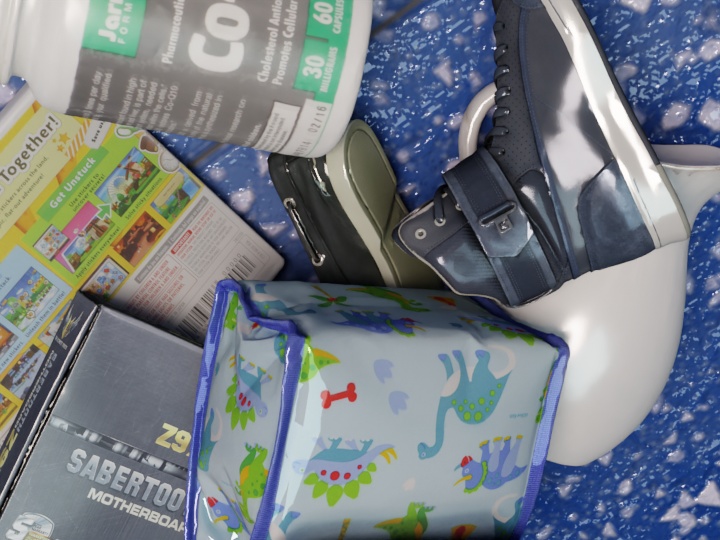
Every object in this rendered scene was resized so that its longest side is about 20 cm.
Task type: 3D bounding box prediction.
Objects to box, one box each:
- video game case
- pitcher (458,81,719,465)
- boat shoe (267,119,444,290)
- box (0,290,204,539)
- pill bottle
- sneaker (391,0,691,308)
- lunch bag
[{"bbox_3d":[-0.166,0.014,0.780,0.182,0.023,0.200,44,79,-27],"label":"video game case"},{"bbox_3d":[0.116,-0.001,0.829,0.171,0.121,0.200,22,102,1],"label":"pitcher"},{"bbox_3d":[-0.001,0.001,0.827,0.066,0.075,0.199,-6,134,24],"label":"boat shoe"},{"bbox_3d":[-0.101,0.122,0.788,0.200,0.051,0.158,28,86,-26],"label":"box"},{"bbox_3d":[-0.103,-0.127,0.707,0.200,0.113,0.113,8,116,-16],"label":"pill bottle"},{"bbox_3d":[0.068,-0.079,0.754,0.146,0.077,0.203,-26,84,10],"label":"sneaker"},{"bbox_3d":[0.001,0.115,0.745,0.170,0.127,0.200,5,105,-28],"label":"lunch bag"}]
